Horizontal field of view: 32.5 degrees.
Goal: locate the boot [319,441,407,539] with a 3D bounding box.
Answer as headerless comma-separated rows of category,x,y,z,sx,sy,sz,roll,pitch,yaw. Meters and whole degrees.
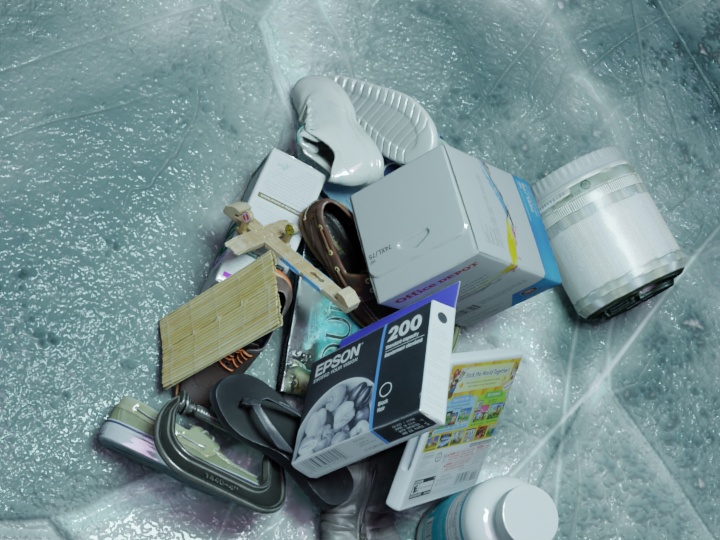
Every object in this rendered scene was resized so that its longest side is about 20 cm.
boot,0.034,0.269,1.479,0.200,0.070,0.132,-7,79,-18

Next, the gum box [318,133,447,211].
gum box,0.062,-0.090,1.639,0.200,0.045,0.170,-40,88,-29

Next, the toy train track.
toy train track,-0.078,-0.024,1.428,0.200,0.033,0.115,39,35,19

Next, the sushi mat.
sushi mat,-0.161,0.058,1.401,0.012,0.200,0.096,26,47,-41

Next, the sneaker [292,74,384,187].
sneaker,-0.051,-0.182,1.580,0.088,0.075,0.200,-9,47,-32

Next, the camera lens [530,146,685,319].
camera lens,0.328,-0.045,1.661,0.160,0.160,0.200,-22,79,-28

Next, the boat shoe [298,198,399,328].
boat shoe,0.000,0.000,1.488,0.070,0.070,0.200,-43,100,-25

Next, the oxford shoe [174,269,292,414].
oxford shoe,-0.149,0.087,1.420,0.071,0.073,0.200,32,97,-15

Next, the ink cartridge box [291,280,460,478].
ink cartridge box,0.018,0.112,1.368,0.043,0.198,0.200,38,42,-28

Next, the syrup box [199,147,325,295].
syrup box,-0.121,-0.041,1.524,0.081,0.079,0.200,28,62,-11

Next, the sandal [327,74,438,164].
sandal,0.029,-0.204,1.625,0.203,0.082,0.050,35,15,28

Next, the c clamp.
c clamp,-0.148,0.195,1.391,0.200,0.027,0.171,28,33,-29

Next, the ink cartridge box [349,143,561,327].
ink cartridge box,0.114,-0.036,1.476,0.200,0.147,0.146,17,52,-52

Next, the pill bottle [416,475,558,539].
pill bottle,0.150,0.301,1.425,0.111,0.200,0.111,8,67,-19

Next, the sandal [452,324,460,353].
sandal,0.092,0.134,1.535,0.057,0.080,0.201,55,28,-37

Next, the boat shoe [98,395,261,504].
boat shoe,-0.195,0.205,1.398,0.200,0.072,0.062,27,68,-8

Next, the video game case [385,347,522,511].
video game case,0.112,0.179,1.433,0.023,0.182,0.200,24,11,29

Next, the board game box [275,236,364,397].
board game box,-0.023,0.063,1.525,0.135,0.028,0.200,11,80,-18

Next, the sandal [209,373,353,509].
sandal,-0.081,0.184,1.396,0.200,0.043,0.076,41,48,-7
